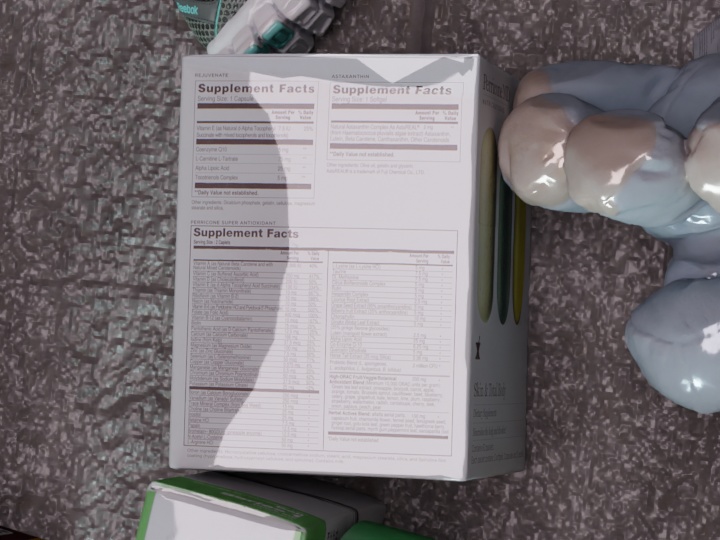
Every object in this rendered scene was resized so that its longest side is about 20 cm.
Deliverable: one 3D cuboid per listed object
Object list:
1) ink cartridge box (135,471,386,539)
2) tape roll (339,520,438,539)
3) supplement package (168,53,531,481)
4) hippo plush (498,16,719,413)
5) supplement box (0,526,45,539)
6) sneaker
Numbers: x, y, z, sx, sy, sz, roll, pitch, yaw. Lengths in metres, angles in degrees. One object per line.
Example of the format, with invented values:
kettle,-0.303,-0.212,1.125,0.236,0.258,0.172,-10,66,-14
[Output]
ink cartridge box,-0.058,0.177,1.273,0.084,0.200,0.147,14,92,12
tape roll,-0.003,0.224,1.254,0.048,0.200,0.201,13,91,13
supplement package,0.000,0.000,1.288,0.150,0.152,0.201,1,88,14
hippo plush,0.155,-0.020,1.263,0.159,0.200,0.162,1,112,22
supplement box,-0.287,0.218,1.365,0.199,0.133,0.198,15,91,15
sneaker,-0.024,-0.189,1.345,0.200,0.078,0.091,-42,75,8
